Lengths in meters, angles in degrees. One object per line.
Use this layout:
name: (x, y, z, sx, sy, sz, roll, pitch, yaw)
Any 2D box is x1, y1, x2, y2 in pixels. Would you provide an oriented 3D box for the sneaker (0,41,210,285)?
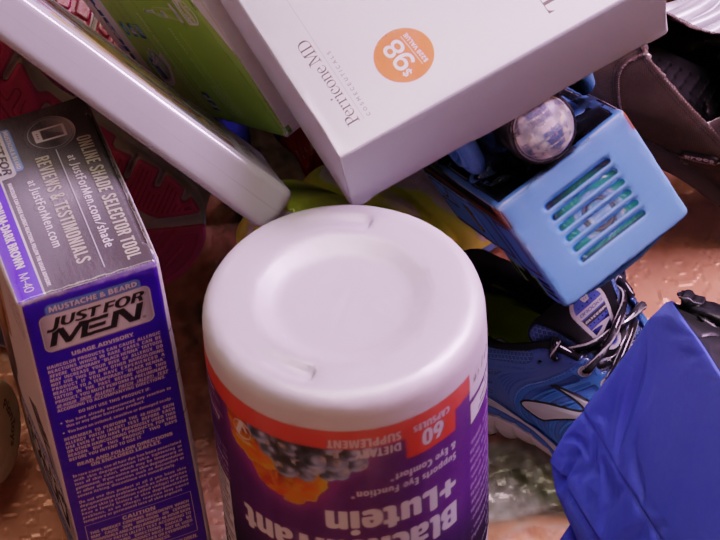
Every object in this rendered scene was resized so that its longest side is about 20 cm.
sneaker: (-0.151, -0.076, 1.268, 0.200, 0.081, 0.088, 41, 26, -6)

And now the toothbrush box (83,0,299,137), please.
toothbrush box: (-0.035, -0.146, 1.238, 0.146, 0.086, 0.200, -40, 20, -12)

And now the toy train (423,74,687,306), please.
toy train: (0.063, -0.060, 1.178, 0.087, 0.114, 0.200, -36, 19, -5)

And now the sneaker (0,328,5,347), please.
sneaker: (-0.204, -0.055, 1.319, 0.199, 0.081, 0.115, 33, 57, 33)

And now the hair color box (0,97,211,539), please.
hair color box: (-0.116, 0.039, 1.134, 0.065, 0.200, 0.109, -17, 46, -12)

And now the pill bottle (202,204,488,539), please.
pill bottle: (-0.003, 0.080, 1.087, 0.111, 0.200, 0.112, -2, 45, 2)

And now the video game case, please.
video game case: (-0.120, -0.093, 1.138, 0.200, 0.182, 0.023, 36, 92, -9)

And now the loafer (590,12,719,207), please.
loafer: (0.181, -0.075, 1.270, 0.200, 0.071, 0.073, 16, 61, -30)

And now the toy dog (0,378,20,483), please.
toy dog: (-0.219, 0.099, 1.147, 0.132, 0.096, 0.200, -14, 43, 5)

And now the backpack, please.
backpack: (0.187, 0.117, 1.070, 0.200, 0.168, 0.163, 13, 36, -33)

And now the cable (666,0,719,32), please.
cable: (0.136, -0.145, 1.399, 0.199, 0.069, 0.200, 13, 48, 16)

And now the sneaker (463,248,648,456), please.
sneaker: (0.109, 0.051, 1.189, 0.200, 0.089, 0.079, 25, 52, 26)

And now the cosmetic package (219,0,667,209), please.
cosmetic package: (0.011, -0.145, 1.093, 0.151, 0.052, 0.200, -31, 65, -5)

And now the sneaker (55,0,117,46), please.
sneaker: (-0.187, -0.136, 1.409, 0.200, 0.075, 0.081, 31, 72, 14)

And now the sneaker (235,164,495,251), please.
sneaker: (0.000, 0.000, 1.265, 0.076, 0.105, 0.200, 36, 27, 29)

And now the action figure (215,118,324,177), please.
action figure: (-0.066, -0.113, 1.395, 0.065, 0.052, 0.200, -18, 45, -8)
